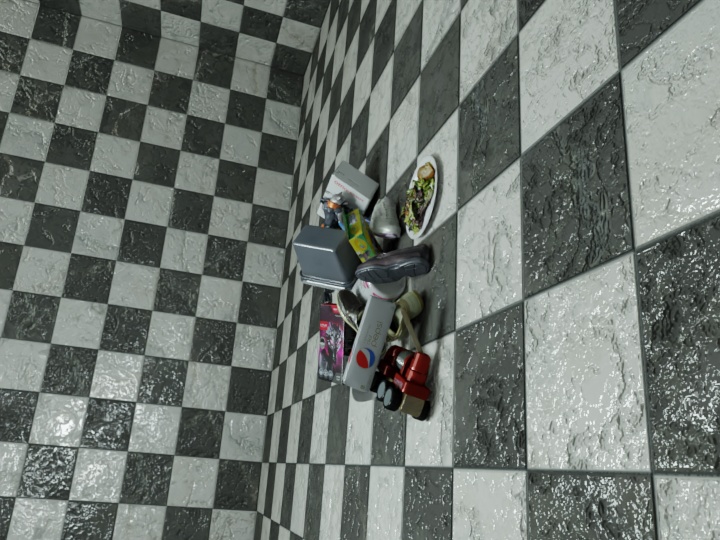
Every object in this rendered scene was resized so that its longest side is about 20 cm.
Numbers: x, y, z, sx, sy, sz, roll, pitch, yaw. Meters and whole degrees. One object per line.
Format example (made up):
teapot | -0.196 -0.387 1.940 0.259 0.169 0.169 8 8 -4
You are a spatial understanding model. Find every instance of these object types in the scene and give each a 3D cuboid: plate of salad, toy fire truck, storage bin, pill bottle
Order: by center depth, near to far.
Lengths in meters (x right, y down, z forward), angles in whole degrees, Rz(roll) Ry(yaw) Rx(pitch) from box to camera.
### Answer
toy fire truck | 0.096 0.192 1.290 0.176 0.125 0.206 -155 86 -75
plate of salad | 0.138 -0.180 1.448 0.200 0.046 0.207 -171 89 -74
pill bottle | 0.036 0.059 1.563 0.201 0.110 0.117 124 151 -56
storage bin | -0.088 -0.051 1.663 0.147 0.195 0.137 -55 -39 -33

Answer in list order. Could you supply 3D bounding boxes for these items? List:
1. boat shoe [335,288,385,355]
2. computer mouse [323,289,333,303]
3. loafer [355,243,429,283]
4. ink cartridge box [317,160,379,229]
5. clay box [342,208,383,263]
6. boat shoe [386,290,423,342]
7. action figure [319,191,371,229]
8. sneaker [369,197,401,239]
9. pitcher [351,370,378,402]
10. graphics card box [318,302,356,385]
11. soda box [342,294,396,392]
boat shoe | 0.006 0.117 1.467 0.202 0.072 0.066 53 149 25
computer mouse | -0.117 0.033 2.256 0.203 0.051 0.141 114 160 -44
loafer | 0.079 -0.017 1.412 0.195 0.072 0.065 -9 52 32
ink cartridge box | -0.042 -0.232 1.931 0.085 0.143 0.201 -57 -1 -37
clay box | 0.013 -0.075 1.626 0.117 0.046 0.202 -99 -18 -50
boat shoe | 0.082 0.118 1.415 0.075 0.062 0.201 59 146 14
action figure | -0.065 -0.144 1.864 0.104 0.195 0.200 -34 -44 -56
sneaker | 0.067 -0.146 1.638 0.200 0.072 0.103 -127 47 -69
pitcher | -0.007 0.227 1.625 0.201 0.117 0.176 -123 43 -56
graphics card box | -0.060 0.192 1.572 0.124 0.050 0.208 0 88 54
soda box | 0.019 0.163 1.336 0.068 0.062 0.206 178 109 -87
